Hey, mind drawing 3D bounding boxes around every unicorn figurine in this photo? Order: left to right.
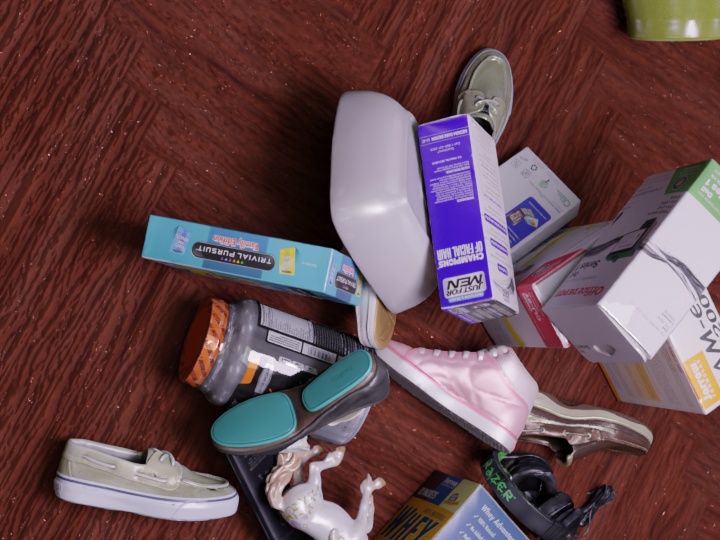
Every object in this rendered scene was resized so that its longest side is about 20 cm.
[{"bbox_3d":[-0.022,0.272,1.535,0.199,0.074,0.138,29,51,-1],"label":"unicorn figurine"}]

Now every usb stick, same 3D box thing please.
[{"bbox_3d":[-0.099,0.247,1.555,0.055,0.032,0.201,-42,126,-31],"label":"usb stick"}]

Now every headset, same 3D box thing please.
[{"bbox_3d":[0.222,0.262,1.664,0.094,0.124,0.199,-45,136,12],"label":"headset"}]

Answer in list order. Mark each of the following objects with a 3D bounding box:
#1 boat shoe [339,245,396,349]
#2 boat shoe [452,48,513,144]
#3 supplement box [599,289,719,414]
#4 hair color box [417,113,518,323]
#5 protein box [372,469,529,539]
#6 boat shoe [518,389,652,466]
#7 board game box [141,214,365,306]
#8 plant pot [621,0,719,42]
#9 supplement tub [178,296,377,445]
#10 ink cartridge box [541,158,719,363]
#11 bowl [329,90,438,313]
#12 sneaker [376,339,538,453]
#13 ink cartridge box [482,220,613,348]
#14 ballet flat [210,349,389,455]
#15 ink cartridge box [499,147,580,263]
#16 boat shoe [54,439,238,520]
[{"bbox_3d":[0.000,0.000,1.588,0.068,0.071,0.202,-8,57,13],"label":"boat shoe"},{"bbox_3d":[0.139,-0.171,1.649,0.071,0.062,0.202,18,72,-8],"label":"boat shoe"},{"bbox_3d":[0.350,0.090,1.664,0.073,0.200,0.127,-30,100,-17],"label":"supplement box"},{"bbox_3d":[0.116,-0.053,1.521,0.064,0.109,0.202,-13,76,18],"label":"hair color box"},{"bbox_3d":[0.105,0.373,1.609,0.200,0.135,0.199,-45,103,-14],"label":"protein box"},{"bbox_3d":[0.250,0.199,1.693,0.200,0.075,0.076,16,69,-8],"label":"boat shoe"},{"bbox_3d":[-0.107,-0.008,1.485,0.198,0.151,0.048,11,86,15],"label":"board game box"},{"bbox_3d":[0.384,-0.374,1.699,0.198,0.200,0.195,-6,104,-19],"label":"plant pot"},{"bbox_3d":[-0.090,0.106,1.550,0.198,0.122,0.124,20,83,-17],"label":"supplement tub"},{"bbox_3d":[0.297,-0.007,1.464,0.084,0.146,0.200,44,75,-9],"label":"ink cartridge box"},{"bbox_3d":[0.041,-0.080,1.531,0.200,0.074,0.202,57,28,-46],"label":"bowl"},{"bbox_3d":[0.114,0.113,1.632,0.199,0.075,0.105,33,80,3],"label":"sneaker"},{"bbox_3d":[0.226,0.017,1.622,0.144,0.200,0.084,-34,97,-16],"label":"ink cartridge box"},{"bbox_3d":[-0.056,0.152,1.472,0.198,0.068,0.069,-25,137,11],"label":"ballet flat"},{"bbox_3d":[0.151,-0.052,1.658,0.199,0.039,0.100,-34,67,-17],"label":"ink cartridge box"},{"bbox_3d":[-0.224,0.223,1.518,0.198,0.072,0.063,9,98,-17],"label":"boat shoe"}]
